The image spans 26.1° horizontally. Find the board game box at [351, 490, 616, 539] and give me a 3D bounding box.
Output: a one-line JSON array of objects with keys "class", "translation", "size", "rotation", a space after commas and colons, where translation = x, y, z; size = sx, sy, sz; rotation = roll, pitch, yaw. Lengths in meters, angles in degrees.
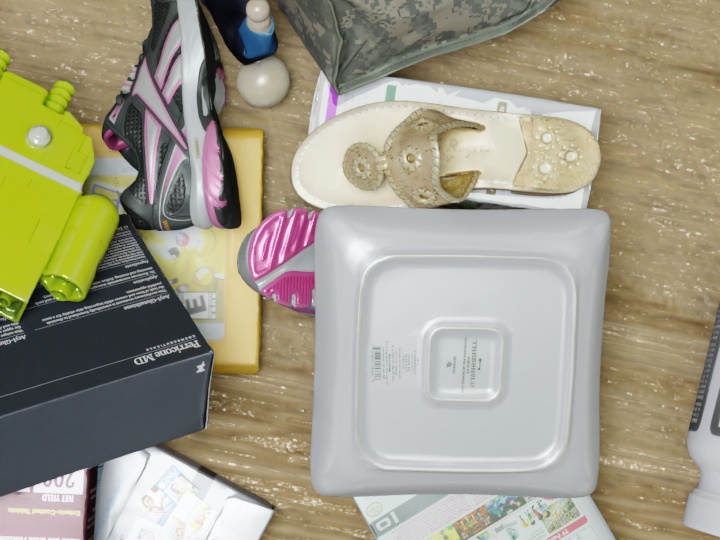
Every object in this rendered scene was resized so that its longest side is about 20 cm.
[{"class": "board game box", "translation": [0.082, 0.167, 1.094], "size": [0.147, 0.064, 0.201], "rotation": [-29, 87, -4]}]

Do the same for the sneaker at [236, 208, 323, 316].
[{"class": "sneaker", "translation": [0.000, 0.000, 1.091], "size": [0.199, 0.088, 0.082], "rotation": [18, 87, -26]}]

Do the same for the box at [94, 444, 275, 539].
[{"class": "box", "translation": [-0.183, 0.189, 1.091], "size": [0.199, 0.041, 0.157], "rotation": [28, 85, -1]}]

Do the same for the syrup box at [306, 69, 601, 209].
[{"class": "syrup box", "translation": [0.062, -0.087, 1.101], "size": [0.198, 0.079, 0.082], "rotation": [9, 86, -2]}]

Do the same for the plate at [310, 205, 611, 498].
[{"class": "plate", "translation": [0.067, 0.059, 1.028], "size": [0.198, 0.032, 0.201], "rotation": [1, 102, -4]}]

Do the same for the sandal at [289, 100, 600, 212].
[{"class": "sandal", "translation": [0.058, -0.079, 1.025], "size": [0.210, 0.070, 0.078], "rotation": [-2, 87, -3]}]

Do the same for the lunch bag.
[{"class": "lunch bag", "translation": [0.036, -0.236, 1.067], "size": [0.199, 0.118, 0.164], "rotation": [-21, 54, -14]}]

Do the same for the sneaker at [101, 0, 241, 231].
[{"class": "sneaker", "translation": [-0.139, -0.117, 1.071], "size": [0.086, 0.080, 0.201], "rotation": [-11, 60, 3]}]

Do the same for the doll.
[{"class": "doll", "translation": [-0.089, -0.202, 1.072], "size": [0.048, 0.136, 0.201], "rotation": [-23, 123, -15]}]

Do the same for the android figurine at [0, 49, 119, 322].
[{"class": "android figurine", "translation": [-0.239, -0.050, 0.955], "size": [0.181, 0.041, 0.201], "rotation": [27, 57, -10]}]

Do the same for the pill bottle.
[{"class": "pill bottle", "translation": [0.293, 0.092, 1.082], "size": [0.115, 0.116, 0.202], "rotation": [15, 86, -2]}]

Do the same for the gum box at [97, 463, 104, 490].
[{"class": "gum box", "translation": [-0.264, 0.142, 1.049], "size": [0.169, 0.045, 0.202], "rotation": [13, 84, -1]}]

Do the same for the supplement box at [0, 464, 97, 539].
[{"class": "supplement box", "translation": [-0.229, 0.213, 0.992], "size": [0.108, 0.061, 0.202], "rotation": [3, 86, -5]}]

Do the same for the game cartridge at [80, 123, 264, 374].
[{"class": "game cartridge", "translation": [-0.169, -0.016, 1.109], "size": [0.198, 0.032, 0.178], "rotation": [1, 86, -4]}]

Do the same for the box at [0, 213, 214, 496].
[{"class": "box", "translation": [-0.211, 0.057, 0.974], "size": [0.199, 0.079, 0.141], "rotation": [-16, 46, -25]}]
